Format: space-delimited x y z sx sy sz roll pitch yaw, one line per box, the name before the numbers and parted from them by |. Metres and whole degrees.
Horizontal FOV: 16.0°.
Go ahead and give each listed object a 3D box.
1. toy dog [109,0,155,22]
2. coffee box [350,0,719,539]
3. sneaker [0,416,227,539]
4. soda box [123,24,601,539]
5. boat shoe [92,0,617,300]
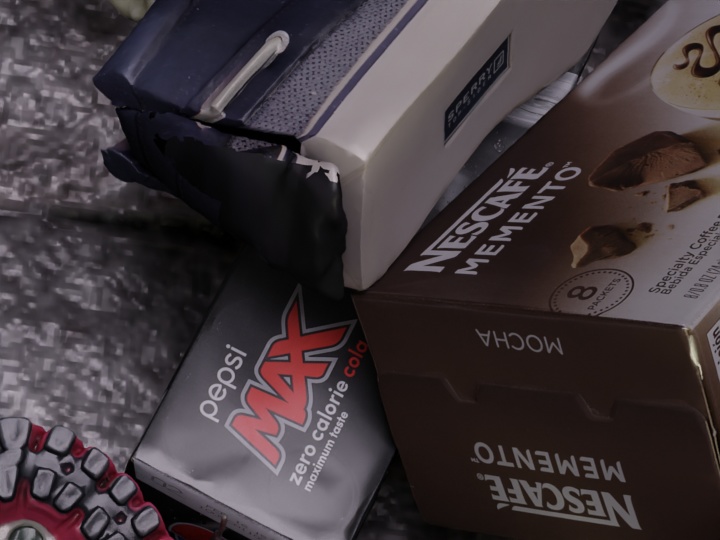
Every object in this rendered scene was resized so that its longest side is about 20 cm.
toy dog | -0.015 -0.195 0.778 0.199 0.140 0.194 -28 73 -24
coffee box | 0.104 -0.008 0.736 0.200 0.113 0.080 -42 125 -38
sneaker | -0.046 0.119 0.705 0.081 0.075 0.200 -41 93 -15
soda box | 0.000 0.000 0.769 0.070 0.063 0.201 27 64 0
boat shoe | 0.007 -0.081 0.734 0.092 0.075 0.200 24 47 22
